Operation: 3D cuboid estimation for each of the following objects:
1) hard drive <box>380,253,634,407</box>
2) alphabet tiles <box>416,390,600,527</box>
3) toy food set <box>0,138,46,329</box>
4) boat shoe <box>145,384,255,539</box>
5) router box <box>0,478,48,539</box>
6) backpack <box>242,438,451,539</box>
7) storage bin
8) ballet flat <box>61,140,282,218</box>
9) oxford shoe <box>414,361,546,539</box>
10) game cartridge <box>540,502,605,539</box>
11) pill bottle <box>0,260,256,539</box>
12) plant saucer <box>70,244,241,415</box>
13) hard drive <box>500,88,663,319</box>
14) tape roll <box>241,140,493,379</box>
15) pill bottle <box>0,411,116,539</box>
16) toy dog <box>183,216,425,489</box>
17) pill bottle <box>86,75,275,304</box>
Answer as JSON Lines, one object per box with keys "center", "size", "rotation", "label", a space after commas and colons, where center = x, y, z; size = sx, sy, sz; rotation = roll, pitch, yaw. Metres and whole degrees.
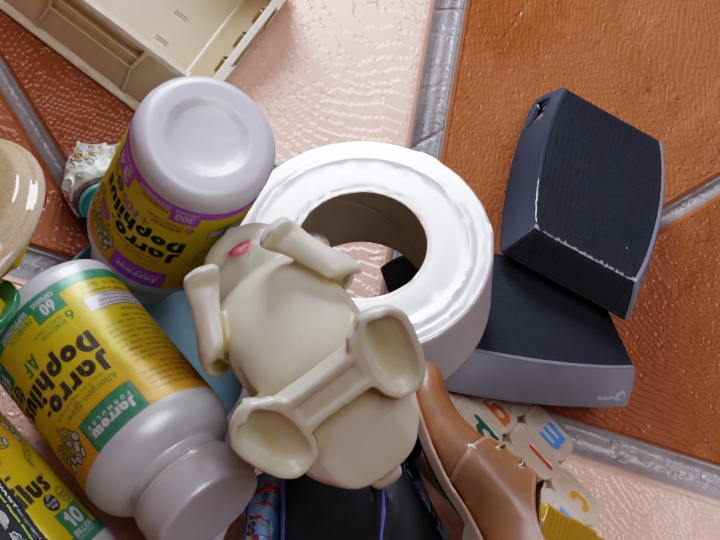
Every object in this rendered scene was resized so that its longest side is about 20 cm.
{"center": [0.122, 0.043, 1.713], "size": [0.199, 0.042, 0.135], "rotation": [8, 45, -31], "label": "hard drive"}
{"center": [0.102, 0.139, 1.659], "size": [0.196, 0.015, 0.200], "rotation": [47, 27, 2], "label": "alphabet tiles"}
{"center": [-0.308, -0.016, 1.508], "size": [0.049, 0.199, 0.198], "rotation": [61, 33, -40], "label": "toy food set"}
{"center": [-0.119, 0.158, 1.556], "size": [0.065, 0.074, 0.201], "rotation": [25, 78, -3], "label": "boat shoe"}
{"center": [-0.325, 0.183, 1.414], "size": [0.150, 0.200, 0.062], "rotation": [53, 16, 5], "label": "router box"}
{"center": [0.010, 0.243, 1.550], "size": [0.134, 0.200, 0.183], "rotation": [-17, 38, 13], "label": "backpack"}
{"center": [-0.161, -0.246, 1.722], "size": [0.198, 0.094, 0.200], "rotation": [37, 59, -5], "label": "storage bin"}
{"center": [-0.139, -0.077, 1.677], "size": [0.199, 0.076, 0.064], "rotation": [1, 43, -28], "label": "ballet flat"}
{"center": [0.088, 0.144, 1.522], "size": [0.071, 0.071, 0.200], "rotation": [-28, 72, 4], "label": "oxford shoe"}
{"center": [0.153, 0.281, 1.588], "size": [0.200, 0.032, 0.177], "rotation": [35, 66, -49], "label": "game cartridge"}
{"center": [-0.164, 0.097, 1.492], "size": [0.113, 0.113, 0.200], "rotation": [-27, 62, -30], "label": "pill bottle"}
{"center": [-0.147, 0.063, 1.634], "size": [0.199, 0.027, 0.201], "rotation": [9, 66, -20], "label": "plant saucer"}
{"center": [0.191, -0.063, 1.787], "size": [0.135, 0.042, 0.200], "rotation": [28, 43, -10], "label": "hard drive"}
{"center": [0.000, 0.000, 1.626], "size": [0.202, 0.071, 0.203], "rotation": [0, 55, 0], "label": "tape roll"}
{"center": [-0.274, 0.154, 1.490], "size": [0.200, 0.113, 0.113], "rotation": [48, 59, 2], "label": "pill bottle"}
{"center": [-0.038, 0.043, 1.470], "size": [0.194, 0.140, 0.200], "rotation": [41, 8, -45], "label": "toy dog"}
{"center": [-0.137, -0.049, 1.553], "size": [0.104, 0.200, 0.105], "rotation": [9, 61, -17], "label": "pill bottle"}
